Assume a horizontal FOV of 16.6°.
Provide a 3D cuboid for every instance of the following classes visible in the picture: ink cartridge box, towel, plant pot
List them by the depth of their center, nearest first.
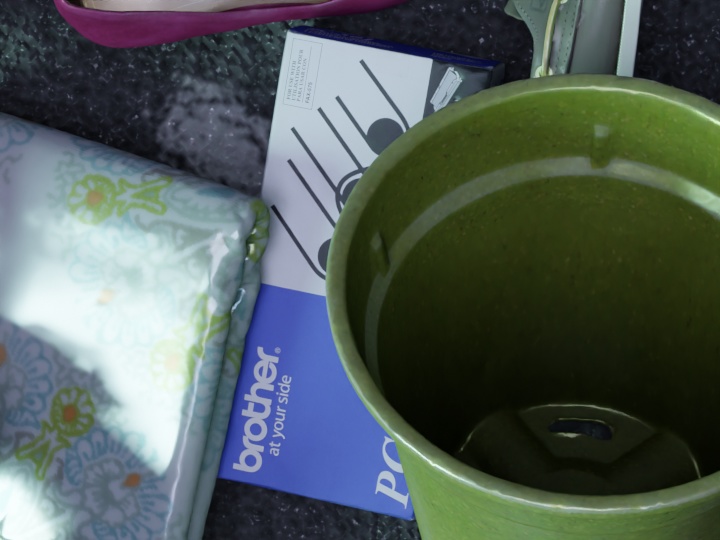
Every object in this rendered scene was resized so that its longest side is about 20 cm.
[{"bbox_3d":[0.089,0.058,0.990,0.199,0.185,0.202,-1,53,2],"label":"plant pot"},{"bbox_3d":[0.000,0.000,1.084,0.093,0.044,0.202,11,100,9],"label":"ink cartridge box"},{"bbox_3d":[-0.134,0.041,1.093,0.170,0.048,0.202,17,104,20],"label":"towel"}]

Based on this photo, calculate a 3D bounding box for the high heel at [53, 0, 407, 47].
[{"bbox_3d":[-0.031,-0.138,1.043,0.198,0.096,0.068,-8,96,10],"label":"high heel"}]

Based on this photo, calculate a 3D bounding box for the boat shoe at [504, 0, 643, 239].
[{"bbox_3d":[0.090,-0.106,1.042,0.060,0.072,0.203,2,102,3],"label":"boat shoe"}]
